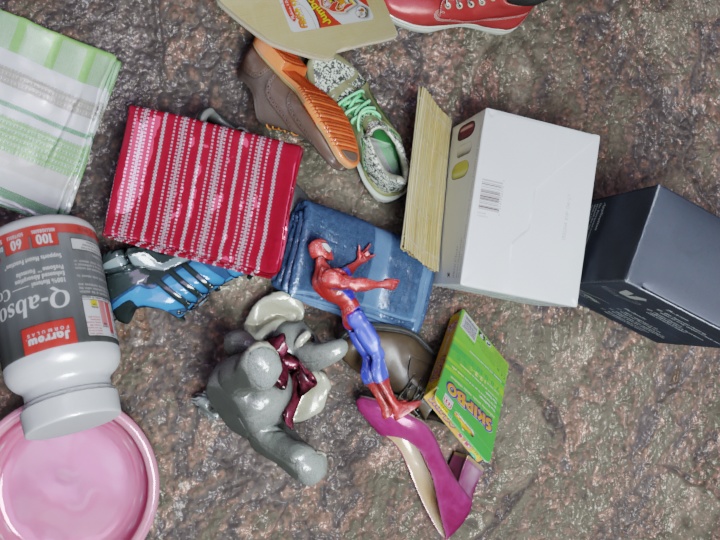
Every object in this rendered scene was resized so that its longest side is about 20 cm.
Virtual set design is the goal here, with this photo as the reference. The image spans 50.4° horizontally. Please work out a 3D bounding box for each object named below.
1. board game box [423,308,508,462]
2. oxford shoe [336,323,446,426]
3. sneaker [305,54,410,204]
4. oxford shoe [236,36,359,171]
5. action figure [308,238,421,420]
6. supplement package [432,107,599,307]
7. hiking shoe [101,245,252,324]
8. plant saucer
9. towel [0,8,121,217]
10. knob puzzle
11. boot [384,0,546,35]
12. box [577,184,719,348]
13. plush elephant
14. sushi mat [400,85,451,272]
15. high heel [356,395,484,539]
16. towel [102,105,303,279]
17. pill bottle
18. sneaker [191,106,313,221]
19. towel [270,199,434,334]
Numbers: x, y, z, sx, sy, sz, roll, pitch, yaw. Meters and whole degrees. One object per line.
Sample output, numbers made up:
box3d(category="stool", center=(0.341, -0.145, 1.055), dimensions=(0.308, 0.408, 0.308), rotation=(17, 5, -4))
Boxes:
box3d(category="board game box", center=(0.125, 0.130, 0.877), dimensions=(0.030, 0.201, 0.096), rotation=(-36, 100, 25))
box3d(category="oxford shoe", center=(0.060, 0.124, 0.884), dimensions=(0.197, 0.085, 0.073), rotation=(26, 113, -19))
box3d(category="sneaker", center=(0.008, -0.176, 0.897), dimensions=(0.076, 0.088, 0.202), rotation=(-36, 96, -11))
box3d(category="oxford shoe", center=(-0.071, -0.177, 0.865), dimensions=(0.073, 0.071, 0.202), rotation=(-45, 66, 23))
box3d(category="action figure", center=(0.017, 0.045, 0.817), dimensions=(0.098, 0.065, 0.203), rotation=(-32, 94, -22))
box3d(category="supplement package", center=(0.183, -0.070, 0.926), dimensions=(0.152, 0.111, 0.206), rotation=(10, 86, -13))
box3d(category="hiking shoe", center=(-0.189, 0.010, 0.861), dimensions=(0.194, 0.074, 0.089), rotation=(-6, 97, -4))
box3d(category="plant saucer", center=(-0.317, 0.235, 0.828), dimensions=(0.195, 0.051, 0.207), rotation=(1, 88, -14))
box3d(category="towel", center=(-0.364, -0.167, 0.837), dimensions=(0.146, 0.031, 0.205), rotation=(19, 84, -13))
box3d(category="knob puzzle", center=(-0.075, -0.324, 0.887), dimensions=(0.214, 0.030, 0.226), rotation=(6, 68, -16))
box3d(category="boot", center=(0.124, -0.334, 0.902), dimensions=(0.194, 0.144, 0.075), rotation=(0, 90, -12))
box3d(category="box", center=(0.359, 0.002, 0.922), dimensions=(0.193, 0.200, 0.120), rotation=(25, 83, -12))
box3d(category="plush elephant", center=(-0.083, 0.114, 0.844), dimensions=(0.154, 0.198, 0.168), rotation=(-39, 111, -33))
box3d(category="sushi mat", center=(0.079, -0.106, 0.902), dimensions=(0.012, 0.095, 0.206), rotation=(-1, 72, 28))
box3d(category="high heel", center=(0.058, 0.233, 0.912), dimensions=(0.199, 0.067, 0.097), rotation=(39, 70, -23))
box3d(category="towel", center=(-0.166, -0.083, 0.811), dimensions=(0.195, 0.022, 0.149), rotation=(13, 87, -1))
box3d(category="pill bottle", center=(-0.308, 0.057, 0.776), dimensions=(0.113, 0.116, 0.205), rotation=(-14, 75, -13))
box3d(category="sneaker", center=(-0.119, -0.104, 0.862), dimensions=(0.198, 0.082, 0.078), rotation=(38, 65, -10))
box3d(category="towel", center=(0.000, 0.000, 0.885), dimensions=(0.196, 0.048, 0.115), rotation=(19, 82, -30))
